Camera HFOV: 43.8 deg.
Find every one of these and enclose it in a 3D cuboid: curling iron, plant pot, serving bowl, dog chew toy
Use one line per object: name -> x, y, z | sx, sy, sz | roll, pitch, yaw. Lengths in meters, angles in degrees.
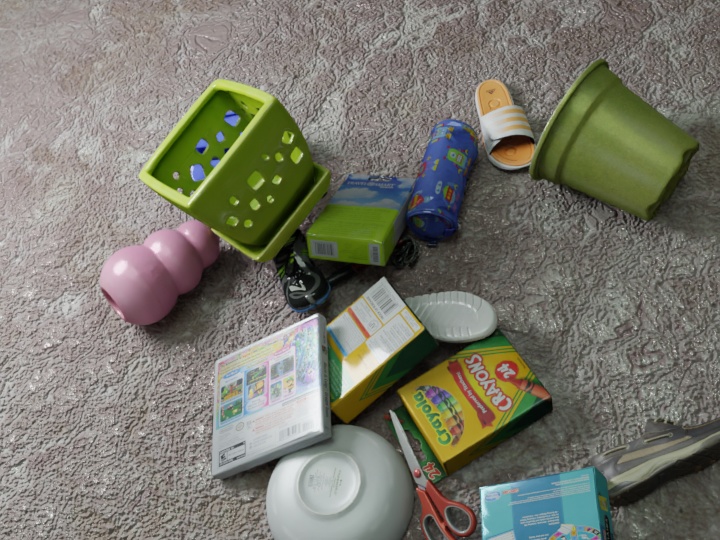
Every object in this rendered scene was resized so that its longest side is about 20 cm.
curling iron -> 0.000, 0.000, 1.366 | 0.198, 0.026, 0.050 | -22, 52, 0
plant pot -> -0.173, -0.138, 1.316 | 0.200, 0.181, 0.200 | -52, 37, -7
serving bowl -> -0.034, 0.286, 1.158 | 0.198, 0.066, 0.202 | -8, 55, 11
dog chew toy -> -0.304, -0.006, 1.398 | 0.200, 0.125, 0.124 | -38, 55, -22
plant pot -> 0.378, -0.174, 1.301 | 0.184, 0.201, 0.201 | 34, 70, 19

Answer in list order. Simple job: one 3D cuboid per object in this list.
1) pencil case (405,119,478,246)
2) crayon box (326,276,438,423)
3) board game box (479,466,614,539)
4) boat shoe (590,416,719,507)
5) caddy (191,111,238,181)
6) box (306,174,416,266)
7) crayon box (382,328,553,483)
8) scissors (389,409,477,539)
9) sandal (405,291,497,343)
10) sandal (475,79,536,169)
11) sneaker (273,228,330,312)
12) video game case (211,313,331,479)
pencil case -> 0.131, -0.139, 1.394 | 0.086, 0.078, 0.201 | 22, 60, -7
crayon box -> -0.005, 0.119, 1.243 | 0.200, 0.052, 0.126 | -40, 44, 2
board game box -> 0.218, 0.343, 1.037 | 0.150, 0.047, 0.201 | -18, 52, 28
boat shoe -> 0.373, 0.214, 1.095 | 0.199, 0.075, 0.074 | -24, 54, -3
caddy -> -0.195, -0.189, 1.500 | 0.198, 0.105, 0.143 | -8, 76, 7
box -> 0.007, -0.081, 1.371 | 0.121, 0.048, 0.200 | 6, 33, 17
crayon box -> 0.139, 0.182, 1.192 | 0.199, 0.051, 0.127 | -31, 55, -7
scissors -> 0.074, 0.274, 1.144 | 0.073, 0.014, 0.200 | -51, 59, 17
sandal -> 0.106, 0.074, 1.276 | 0.201, 0.050, 0.083 | 0, 54, 33
sandal -> 0.226, -0.250, 1.456 | 0.078, 0.059, 0.208 | -17, 54, 3
sneaker -> -0.104, -0.012, 1.356 | 0.070, 0.083, 0.200 | -30, 46, 3
video game case -> -0.126, 0.174, 1.238 | 0.199, 0.024, 0.183 | -26, 50, 27
